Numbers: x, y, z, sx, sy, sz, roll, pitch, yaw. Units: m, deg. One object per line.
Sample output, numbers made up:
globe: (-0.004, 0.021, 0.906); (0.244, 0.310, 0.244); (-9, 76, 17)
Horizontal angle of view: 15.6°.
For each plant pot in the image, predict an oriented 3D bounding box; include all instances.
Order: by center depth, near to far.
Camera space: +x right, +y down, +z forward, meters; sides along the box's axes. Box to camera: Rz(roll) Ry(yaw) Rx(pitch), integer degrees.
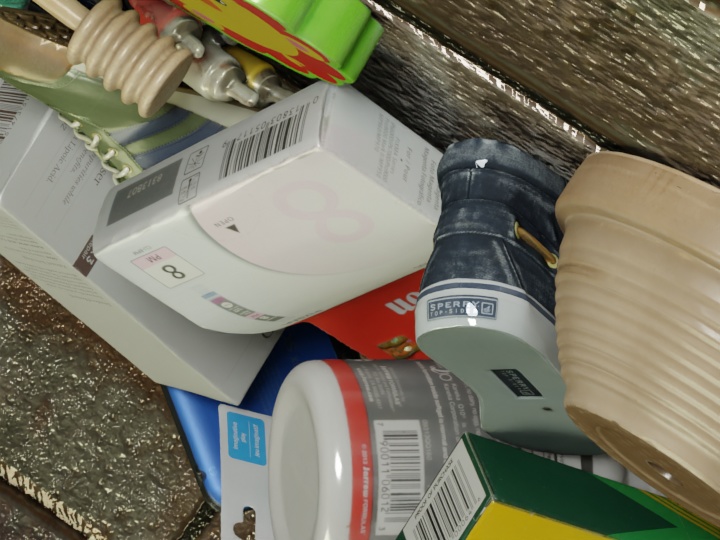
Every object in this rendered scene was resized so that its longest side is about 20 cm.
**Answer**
plant pot: (0.149, 0.046, 1.068); (0.201, 0.093, 0.201); (34, 172, 5)

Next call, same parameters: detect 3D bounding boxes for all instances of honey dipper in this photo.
honey dipper: (-0.165, -0.140, 1.184); (0.200, 0.038, 0.038); (36, 172, 6)

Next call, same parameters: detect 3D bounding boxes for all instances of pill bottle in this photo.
pill bottle: (0.062, 0.102, 1.314); (0.200, 0.116, 0.116); (1, -178, -17)

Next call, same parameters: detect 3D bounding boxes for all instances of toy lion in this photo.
toy lion: (-0.090, -0.142, 1.111); (0.192, 0.069, 0.200); (32, 176, -38)

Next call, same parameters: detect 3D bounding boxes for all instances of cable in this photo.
cable: (-0.112, -0.128, 1.265); (0.200, 0.050, 0.097); (25, 175, 46)

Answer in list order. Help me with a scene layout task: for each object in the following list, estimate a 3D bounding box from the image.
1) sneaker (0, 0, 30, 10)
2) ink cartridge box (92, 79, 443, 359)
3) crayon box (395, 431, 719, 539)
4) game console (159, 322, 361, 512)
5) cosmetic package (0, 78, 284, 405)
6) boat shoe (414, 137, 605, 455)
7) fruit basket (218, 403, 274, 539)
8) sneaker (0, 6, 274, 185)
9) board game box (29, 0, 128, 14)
sneaker: (-0.186, -0.173, 1.286); (0.074, 0.088, 0.200); (-3, 164, -24)
ink cartridge box: (0.000, 0.000, 1.240); (0.200, 0.057, 0.163); (38, 139, -28)
crayon box: (0.080, 0.191, 1.270); (0.172, 0.200, 0.058); (19, -154, -26)
game console: (-0.060, 0.046, 1.553); (0.200, 0.171, 0.118); (68, 153, 14)
cosmetic package: (-0.120, -0.029, 1.391); (0.081, 0.113, 0.200); (11, 157, 50)
boat shoe: (0.080, 0.016, 1.171); (0.071, 0.091, 0.200); (0, 159, 19)
fruit basket: (0.023, 0.153, 1.379); (0.200, 0.094, 0.185); (19, -141, -20)
sneaker: (-0.098, -0.056, 1.284); (0.200, 0.090, 0.067); (17, -165, -20)
board game box: (-0.126, -0.117, 1.452); (0.200, 0.035, 0.135); (33, 172, 16)
